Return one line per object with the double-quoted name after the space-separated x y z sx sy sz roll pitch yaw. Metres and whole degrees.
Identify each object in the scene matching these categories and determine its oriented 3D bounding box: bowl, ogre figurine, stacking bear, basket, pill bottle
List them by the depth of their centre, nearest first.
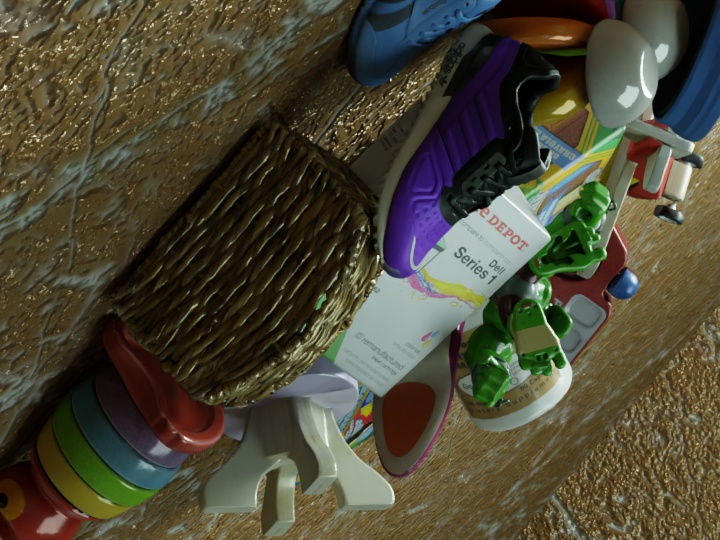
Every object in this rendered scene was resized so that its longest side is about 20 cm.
-0.064 0.009 1.466 0.200 0.143 0.149 -48 164 5 "basket"
-0.213 0.149 1.512 0.200 0.122 0.114 -40 158 15 "stacking bear"
0.290 -0.208 1.585 0.201 0.039 0.203 -163 -90 -87 "bowl"
0.142 0.021 1.618 0.120 0.097 0.202 165 -64 -78 "ogre figurine"
0.117 0.046 1.868 0.114 0.201 0.115 -26 -159 11 "pill bottle"

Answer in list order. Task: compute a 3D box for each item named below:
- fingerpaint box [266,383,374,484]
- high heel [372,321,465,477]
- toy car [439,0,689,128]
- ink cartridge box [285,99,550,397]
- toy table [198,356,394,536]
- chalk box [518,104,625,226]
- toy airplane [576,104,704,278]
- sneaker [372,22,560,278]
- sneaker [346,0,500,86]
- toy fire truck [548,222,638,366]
-0.013 0.112 1.943 0.166 0.073 0.201 -28 155 -46 "fingerpaint box"
0.057 0.094 1.647 0.096 0.067 0.202 74 30 -63 "high heel"
0.155 -0.201 1.520 0.200 0.173 0.151 -48 129 -51 "toy car"
0.033 -0.016 1.552 0.200 0.084 0.145 -43 133 10 "ink cartridge box"
-0.062 0.166 1.772 0.182 0.118 0.200 -3 158 -8 "toy table"
0.114 -0.087 1.701 0.199 0.125 0.124 -35 161 -34 "chalk box"
0.250 -0.117 1.822 0.200 0.140 0.201 -54 159 -50 "toy airplane"
0.084 -0.079 1.398 0.202 0.099 0.070 -65 159 -7 "sneaker"
0.059 -0.199 1.396 0.066 0.078 0.201 -25 155 -53 "sneaker"
0.191 0.001 1.962 0.201 0.167 0.112 -53 -173 25 "toy fire truck"
